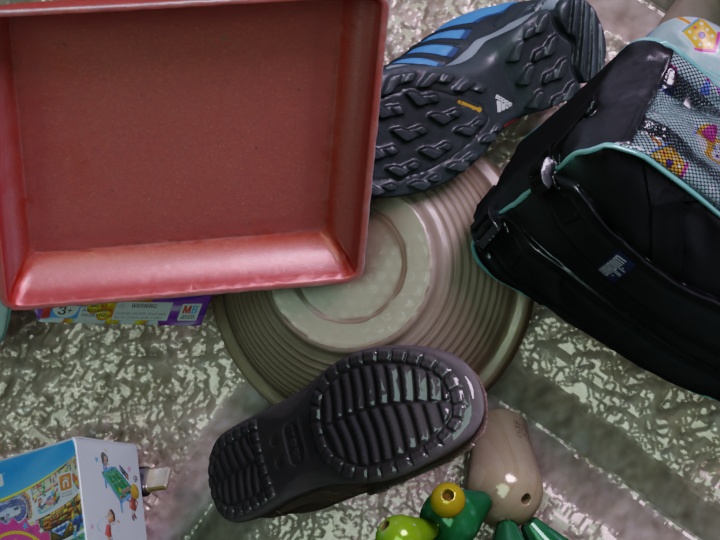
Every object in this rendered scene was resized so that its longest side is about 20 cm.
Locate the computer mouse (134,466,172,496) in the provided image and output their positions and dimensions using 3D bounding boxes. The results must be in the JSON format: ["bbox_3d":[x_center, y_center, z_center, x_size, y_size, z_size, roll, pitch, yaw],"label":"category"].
[{"bbox_3d":[-0.096,0.186,1.062,0.199,0.046,0.141,-6,88,31],"label":"computer mouse"}]

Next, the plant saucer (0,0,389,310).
[{"bbox_3d":[-0.092,-0.067,0.908,0.199,0.200,0.037,-4,46,-9],"label":"plant saucer"}]

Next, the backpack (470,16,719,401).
[{"bbox_3d":[0.186,-0.025,0.970,0.200,0.176,0.154,38,57,-5],"label":"backpack"}]

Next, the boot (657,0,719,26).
[{"bbox_3d":[0.230,-0.174,0.988,0.070,0.146,0.200,44,94,9],"label":"boot"}]

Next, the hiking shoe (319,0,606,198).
[{"bbox_3d":[0.044,-0.098,1.020,0.199,0.087,0.075,-24,109,-18],"label":"hiking shoe"}]

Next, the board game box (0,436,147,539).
[{"bbox_3d":[-0.193,0.214,1.044,0.147,0.064,0.201,-18,72,28],"label":"board game box"}]

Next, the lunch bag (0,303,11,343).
[{"bbox_3d":[-0.288,-0.038,1.069,0.199,0.077,0.161,14,98,40],"label":"lunch bag"}]

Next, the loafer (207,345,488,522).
[{"bbox_3d":[-0.001,0.092,1.007,0.199,0.071,0.073,-21,71,39],"label":"loafer"}]

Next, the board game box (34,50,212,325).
[{"bbox_3d":[-0.121,-0.074,1.001,0.104,0.201,0.103,2,45,-26],"label":"board game box"}]

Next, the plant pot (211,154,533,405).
[{"bbox_3d":[0.000,0.000,1.046,0.200,0.093,0.202,-1,86,11],"label":"plant pot"}]

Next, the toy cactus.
[{"bbox_3d":[0.086,0.151,1.000,0.199,0.102,0.166,19,48,-25],"label":"toy cactus"}]
